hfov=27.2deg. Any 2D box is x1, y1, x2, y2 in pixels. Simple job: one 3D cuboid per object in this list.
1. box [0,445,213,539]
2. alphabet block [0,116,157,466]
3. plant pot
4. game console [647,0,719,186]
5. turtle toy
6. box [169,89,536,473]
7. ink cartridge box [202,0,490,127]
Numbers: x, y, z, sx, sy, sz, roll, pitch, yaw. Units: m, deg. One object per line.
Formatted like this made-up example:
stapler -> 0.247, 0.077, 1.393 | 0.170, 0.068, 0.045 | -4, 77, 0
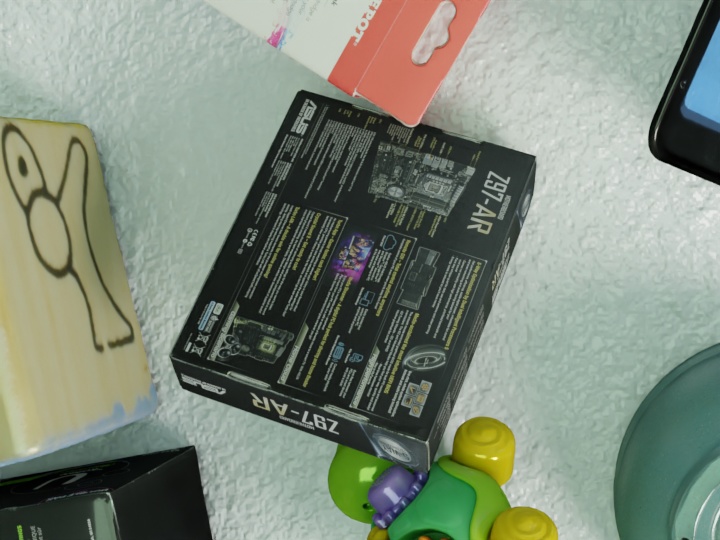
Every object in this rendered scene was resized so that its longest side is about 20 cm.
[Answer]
box -> -0.207, 0.198, 0.947 | 0.198, 0.148, 0.125 | -11, 92, 14
alphabet block -> -0.265, 0.024, 0.933 | 0.195, 0.195, 0.202 | -14, 89, 13
plant pot -> 0.237, 0.142, 0.835 | 0.198, 0.134, 0.202 | 1, 93, 14
game console -> 0.277, -0.122, 0.819 | 0.175, 0.116, 0.201 | 25, 99, 12
turtle toy -> 0.043, 0.161, 0.880 | 0.100, 0.201, 0.147 | -7, 127, -12
box -> 0.000, 0.000, 0.883 | 0.159, 0.044, 0.201 | 16, 63, 13
ink cartridge box -> -0.014, -0.185, 0.918 | 0.199, 0.067, 0.117 | 34, 101, 11
